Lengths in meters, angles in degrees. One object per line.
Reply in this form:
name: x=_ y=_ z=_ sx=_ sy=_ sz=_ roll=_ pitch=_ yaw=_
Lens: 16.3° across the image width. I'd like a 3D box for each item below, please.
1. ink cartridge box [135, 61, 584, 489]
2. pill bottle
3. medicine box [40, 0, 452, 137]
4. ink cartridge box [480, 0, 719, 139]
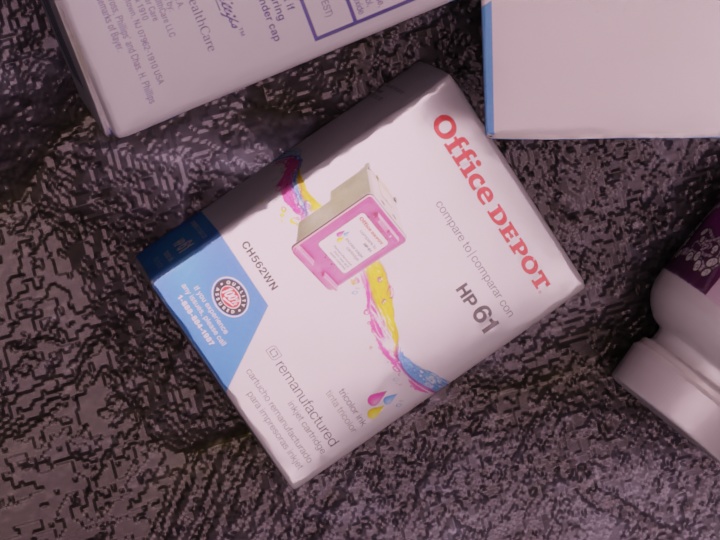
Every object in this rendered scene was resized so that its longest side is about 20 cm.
ink cartridge box: x=0.000 y=0.000 z=1.382 sx=0.200 sy=0.085 sz=0.145 roll=-35 pitch=103 yaw=-5
pill bottle: x=0.234 y=0.007 z=1.412 sx=0.112 sy=0.112 sz=0.200 roll=38 pitch=90 yaw=-13
medicine box: x=-0.063 y=-0.159 z=1.296 sx=0.200 sy=0.182 sz=0.103 roll=-22 pitch=102 yaw=-6
ink cartridge box: x=0.133 y=-0.143 z=1.338 sx=0.125 sy=0.200 sz=0.129 roll=-1 pitch=99 yaw=7
